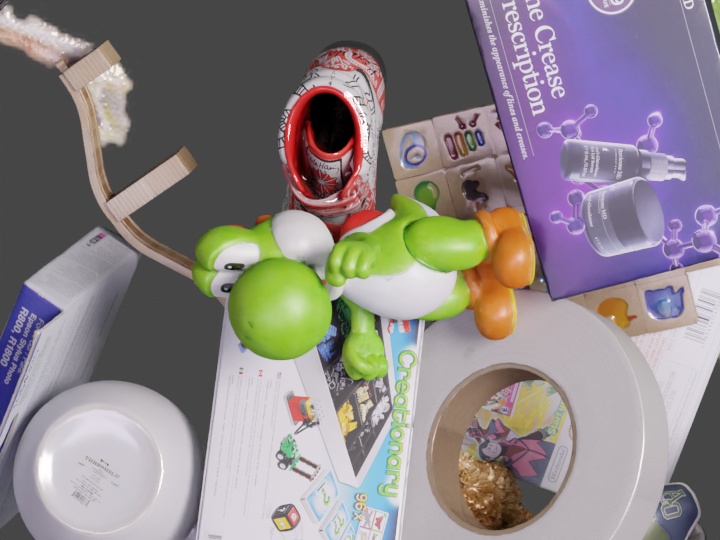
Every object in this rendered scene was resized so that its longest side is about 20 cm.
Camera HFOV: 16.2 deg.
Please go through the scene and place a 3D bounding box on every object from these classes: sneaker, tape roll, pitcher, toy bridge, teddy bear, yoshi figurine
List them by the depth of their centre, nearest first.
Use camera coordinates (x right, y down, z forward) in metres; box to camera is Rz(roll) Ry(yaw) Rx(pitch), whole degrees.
[{"bbox_3d":[0.001,0.015,1.500,0.199,0.112,0.113,0,96,-11],"label":"yoshi figurine"},{"bbox_3d":[0.094,0.112,1.554,0.202,0.037,0.204,-12,68,32],"label":"tape roll"},{"bbox_3d":[-0.024,-0.039,1.605,0.067,0.108,0.202,9,108,7],"label":"sneaker"},{"bbox_3d":[-0.134,0.148,1.621,0.171,0.200,0.122,28,82,6],"label":"pitcher"},{"bbox_3d":[0.184,0.195,1.624,0.090,0.200,0.067,-26,62,-5],"label":"sneaker"},{"bbox_3d":[-0.140,-0.056,1.662,0.067,0.027,0.200,-33,99,18],"label":"toy bridge"},{"bbox_3d":[0.017,0.184,1.669,0.199,0.067,0.146,-3,113,29],"label":"teddy bear"}]

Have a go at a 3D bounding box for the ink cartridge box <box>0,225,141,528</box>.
[{"bbox_3d":[-0.221,0.085,1.628,0.043,0.200,0.197,27,109,7],"label":"ink cartridge box"}]

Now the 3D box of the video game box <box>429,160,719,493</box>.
[{"bbox_3d":[0.137,0.045,1.638,0.181,0.047,0.201,19,109,1],"label":"video game box"}]

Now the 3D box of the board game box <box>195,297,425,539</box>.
[{"bbox_3d":[-0.030,0.091,1.561,0.126,0.035,0.201,7,77,-2],"label":"board game box"}]

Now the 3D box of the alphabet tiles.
[{"bbox_3d":[0.129,-0.032,1.590,0.199,0.008,0.168,-13,103,12],"label":"alphabet tiles"}]

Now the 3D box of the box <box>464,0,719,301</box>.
[{"bbox_3d":[0.156,-0.100,1.524,0.140,0.079,0.201,-16,100,9],"label":"box"}]

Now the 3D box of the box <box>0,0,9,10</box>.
[{"bbox_3d":[-0.277,-0.233,1.619,0.200,0.050,0.158,-41,96,18],"label":"box"}]
